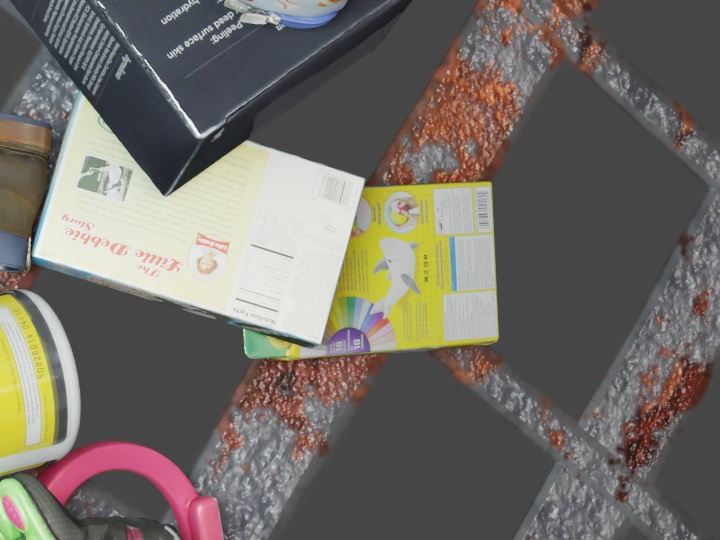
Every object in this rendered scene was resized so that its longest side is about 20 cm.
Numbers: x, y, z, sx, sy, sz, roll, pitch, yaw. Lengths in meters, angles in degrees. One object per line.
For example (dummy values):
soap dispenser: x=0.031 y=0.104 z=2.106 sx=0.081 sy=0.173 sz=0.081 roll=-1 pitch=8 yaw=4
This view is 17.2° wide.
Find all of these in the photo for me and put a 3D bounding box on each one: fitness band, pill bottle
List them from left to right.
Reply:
pill bottle: x=-0.279 y=0.083 z=1.451 sx=0.199 sy=0.112 sz=0.113 roll=-13 pitch=96 yaw=-30
fitness band: x=-0.156 y=0.212 z=1.568 sx=0.143 sy=0.037 sz=0.202 roll=-9 pitch=93 yaw=-27

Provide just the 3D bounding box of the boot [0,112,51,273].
boot: x=-0.282 y=-0.052 z=1.473 sx=0.199 sy=0.075 sz=0.098 roll=4 pitch=85 yaw=-32

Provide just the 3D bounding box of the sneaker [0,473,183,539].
sneaker: x=-0.157 y=0.188 z=1.515 sx=0.200 sy=0.076 sz=0.084 roll=43 pitch=59 yaw=-27

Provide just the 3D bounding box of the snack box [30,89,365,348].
snack box: x=-0.107 y=-0.033 z=1.564 sx=0.199 sy=0.037 sz=0.117 roll=18 pitch=80 yaw=-11

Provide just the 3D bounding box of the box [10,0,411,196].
box: x=-0.101 y=-0.191 z=1.522 sx=0.196 sy=0.117 sz=0.200 roll=-37 pitch=85 yaw=-25

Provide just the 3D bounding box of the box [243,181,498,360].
box: x=0.000 y=0.000 z=1.653 sx=0.199 sy=0.048 sz=0.118 roll=-3 pitch=91 yaw=-32

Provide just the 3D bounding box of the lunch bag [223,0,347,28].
lunch bag: x=-0.052 y=-0.248 z=1.454 sx=0.159 sy=0.076 sz=0.201 roll=20 pitch=67 yaw=-14
